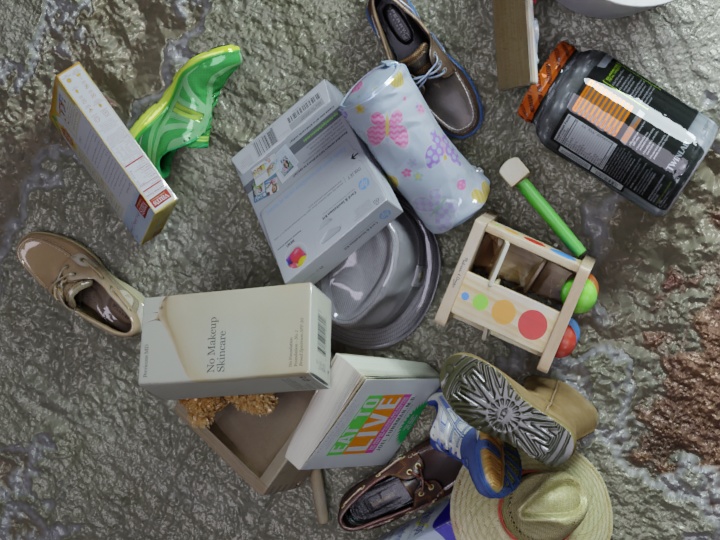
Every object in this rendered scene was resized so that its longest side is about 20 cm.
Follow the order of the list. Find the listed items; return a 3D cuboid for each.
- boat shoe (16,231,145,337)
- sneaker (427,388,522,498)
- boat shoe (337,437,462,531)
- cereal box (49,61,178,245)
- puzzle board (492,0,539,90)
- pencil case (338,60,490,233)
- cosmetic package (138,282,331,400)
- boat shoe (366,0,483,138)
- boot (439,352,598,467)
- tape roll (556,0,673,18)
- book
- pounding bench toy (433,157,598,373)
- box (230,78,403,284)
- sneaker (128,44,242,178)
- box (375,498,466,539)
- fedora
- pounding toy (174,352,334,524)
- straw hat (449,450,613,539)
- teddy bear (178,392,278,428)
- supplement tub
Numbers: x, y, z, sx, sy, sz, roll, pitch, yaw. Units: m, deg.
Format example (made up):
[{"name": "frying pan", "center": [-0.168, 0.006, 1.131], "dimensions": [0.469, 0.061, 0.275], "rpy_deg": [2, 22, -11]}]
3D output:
[{"name": "boat shoe", "center": [-0.348, 0.016, 1.726], "dimensions": [0.199, 0.064, 0.072], "rpy_deg": [31, 102, 8]}, {"name": "sneaker", "center": [0.125, 0.197, 1.583], "dimensions": [0.088, 0.201, 0.075], "rpy_deg": [-33, 118, 17]}, {"name": "boat shoe", "center": [0.061, 0.255, 1.657], "dimensions": [0.199, 0.070, 0.071], "rpy_deg": [-34, 87, 13]}, {"name": "cereal box", "center": [-0.298, -0.136, 1.661], "dimensions": [0.039, 0.144, 0.201], "rpy_deg": [-36, 89, -21]}, {"name": "puzzle board", "center": [0.169, -0.303, 1.529], "dimensions": [0.017, 0.151, 0.202], "rpy_deg": [-5, 96, -7]}, {"name": "pencil case", "center": [0.063, -0.138, 1.571], "dimensions": [0.090, 0.083, 0.200], "rpy_deg": [-35, 110, 12]}, {"name": "cosmetic package", "center": [-0.135, 0.078, 1.510], "dimensions": [0.198, 0.073, 0.105], "rpy_deg": [-6, 70, 16]}, {"name": "boat shoe", "center": [0.067, -0.236, 1.595], "dimensions": [0.072, 0.072, 0.201], "rpy_deg": [-38, 88, 13]}, {"name": "boot", "center": [0.178, 0.145, 1.550], "dimensions": [0.175, 0.200, 0.066], "rpy_deg": [39, 104, 9]}, {"name": "tape roll", "center": [0.278, -0.374, 1.471], "dimensions": [0.200, 0.139, 0.205], "rpy_deg": [0, 96, -4]}, {"name": "book", "center": [0.005, 0.165, 1.594], "dimensions": [0.048, 0.199, 0.134], "rpy_deg": [38, 105, 27]}, {"name": "pounding bench toy", "center": [0.198, -0.009, 1.565], "dimensions": [0.155, 0.124, 0.202], "rpy_deg": [23, 101, 9]}, {"name": "box", "center": [-0.054, -0.099, 1.602], "dimensions": [0.156, 0.041, 0.201], "rpy_deg": [-39, 52, 17]}, {"name": "sneaker", "center": [-0.199, -0.190, 1.666], "dimensions": [0.084, 0.074, 0.200], "rpy_deg": [47, 113, 7]}, {"name": "box", "center": [0.080, 0.400, 1.652], "dimensions": [0.199, 0.105, 0.185], "rpy_deg": [-31, 90, 14]}, {"name": "fedora", "center": [0.000, 0.000, 1.629], "dimensions": [0.176, 0.090, 0.201], "rpy_deg": [26, 102, 10]}, {"name": "pounding toy", "center": [-0.089, 0.177, 1.661], "dimensions": [0.200, 0.142, 0.185], "rpy_deg": [40, 103, 20]}, {"name": "straw hat", "center": [0.207, 0.266, 1.566], "dimensions": [0.199, 0.085, 0.203], "rpy_deg": [4, 72, -13]}, {"name": "teddy bear", "center": [-0.131, 0.099, 1.570], "dimensions": [0.198, 0.067, 0.147], "rpy_deg": [-9, 81, 23]}, {"name": "supplement tub", "center": [0.280, -0.159, 1.530], "dimensions": [0.199, 0.122, 0.123], "rpy_deg": [34, 103, 8]}]
